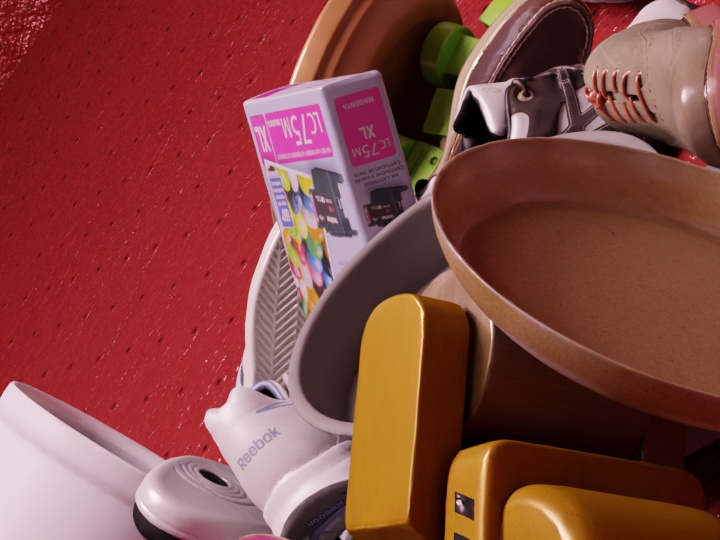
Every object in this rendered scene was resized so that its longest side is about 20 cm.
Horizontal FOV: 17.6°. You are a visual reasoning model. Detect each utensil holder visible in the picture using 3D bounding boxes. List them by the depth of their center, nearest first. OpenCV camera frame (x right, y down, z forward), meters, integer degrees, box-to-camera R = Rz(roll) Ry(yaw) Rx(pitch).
[{"bbox_3d":[-0.180,0.192,1.349,0.200,0.170,0.170,-60,18,-3],"label":"utensil holder"}]

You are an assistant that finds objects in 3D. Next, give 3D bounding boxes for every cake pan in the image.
[{"bbox_3d":[0.059,0.014,1.059,0.200,0.037,0.200,-29,26,16],"label":"cake pan"}]

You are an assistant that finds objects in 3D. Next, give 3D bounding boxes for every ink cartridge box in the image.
[{"bbox_3d":[0.000,0.000,1.203,0.042,0.200,0.119,-21,8,-20],"label":"ink cartridge box"}]

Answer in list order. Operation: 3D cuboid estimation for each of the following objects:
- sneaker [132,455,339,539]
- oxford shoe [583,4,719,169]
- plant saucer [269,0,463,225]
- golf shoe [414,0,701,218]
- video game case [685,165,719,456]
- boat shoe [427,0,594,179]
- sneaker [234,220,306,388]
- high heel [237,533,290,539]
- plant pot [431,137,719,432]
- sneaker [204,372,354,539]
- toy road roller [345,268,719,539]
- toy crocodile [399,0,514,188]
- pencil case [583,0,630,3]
[{"bbox_3d":[-0.073,0.158,1.189,0.112,0.073,0.200,-60,-21,8],"label":"sneaker"},{"bbox_3d":[0.141,-0.078,1.072,0.075,0.071,0.200,-10,8,6],"label":"oxford shoe"},{"bbox_3d":[0.012,-0.094,1.397,0.200,0.037,0.200,-50,-29,-41],"label":"plant saucer"},{"bbox_3d":[0.105,-0.081,1.187,0.200,0.094,0.078,-55,14,-25],"label":"golf shoe"},{"bbox_3d":[0.093,0.044,1.034,0.200,0.023,0.182,-30,25,15],"label":"video game case"},{"bbox_3d":[0.080,-0.060,1.279,0.200,0.072,0.072,-60,26,1],"label":"boat shoe"},{"bbox_3d":[-0.037,0.043,1.314,0.085,0.075,0.200,-137,60,-77],"label":"sneaker"},{"bbox_3d":[-0.069,0.189,1.081,0.096,0.067,0.200,-54,7,-33],"label":"high heel"},{"bbox_3d":[0.119,0.008,0.879,0.200,0.200,0.028,-93,18,-61],"label":"plant pot"},{"bbox_3d":[-0.014,0.087,1.146,0.075,0.087,0.200,-43,-13,6],"label":"sneaker"},{"bbox_3d":[0.079,0.095,0.855,0.146,0.123,0.200,-22,61,58],"label":"toy road roller"},{"bbox_3d":[0.061,-0.080,1.371,0.067,0.062,0.200,18,78,35],"label":"toy crocodile"},{"bbox_3d":[0.125,-0.208,1.381,0.091,0.083,0.200,-26,15,-10],"label":"pencil case"}]
